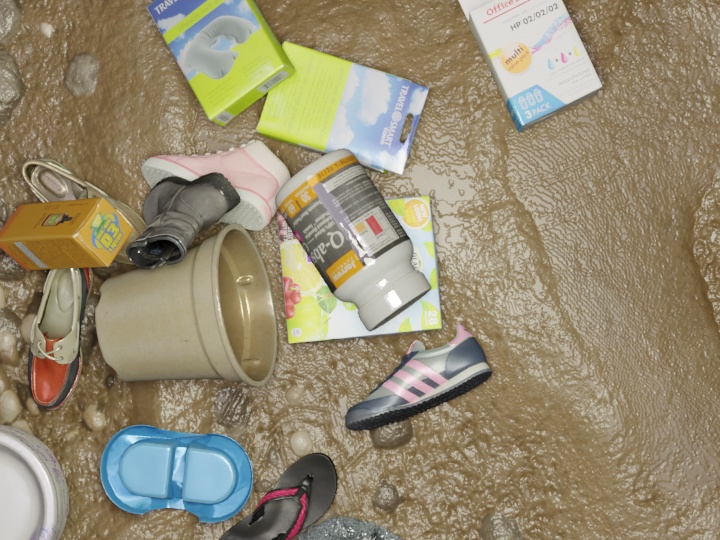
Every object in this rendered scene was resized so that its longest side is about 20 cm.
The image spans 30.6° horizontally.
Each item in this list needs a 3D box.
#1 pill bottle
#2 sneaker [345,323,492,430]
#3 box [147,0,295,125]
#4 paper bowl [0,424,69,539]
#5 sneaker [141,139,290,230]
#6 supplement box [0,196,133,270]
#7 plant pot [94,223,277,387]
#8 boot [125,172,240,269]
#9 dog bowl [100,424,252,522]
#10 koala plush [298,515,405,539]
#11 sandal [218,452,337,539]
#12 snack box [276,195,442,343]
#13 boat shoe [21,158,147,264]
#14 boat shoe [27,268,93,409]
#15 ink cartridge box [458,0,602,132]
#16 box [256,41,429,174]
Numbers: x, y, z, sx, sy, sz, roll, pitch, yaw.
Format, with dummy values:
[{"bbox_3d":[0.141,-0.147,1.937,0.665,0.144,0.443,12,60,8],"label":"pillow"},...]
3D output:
[{"bbox_3d":[-0.007,-0.036,1.583,0.116,0.116,0.201,-34,83,3],"label":"pill bottle"},{"bbox_3d":[0.064,0.138,1.672,0.198,0.070,0.083,-23,70,1],"label":"sneaker"},{"bbox_3d":[-0.183,-0.303,1.672,0.121,0.048,0.202,-33,77,11],"label":"box"},{"bbox_3d":[-0.471,0.298,1.680,0.197,0.104,0.204,0,88,4],"label":"paper bowl"},{"bbox_3d":[-0.179,-0.123,1.692,0.198,0.076,0.105,18,54,25],"label":"sneaker"},{"bbox_3d":[-0.371,-0.044,1.637,0.069,0.198,0.067,48,59,-30],"label":"supplement box"},{"bbox_3d":[-0.222,0.058,1.637,0.181,0.200,0.204,-10,88,15],"label":"plant pot"},{"bbox_3d":[-0.245,-0.055,1.615,0.070,0.199,0.132,51,58,-15],"label":"boot"},{"bbox_3d":[-0.232,0.258,1.691,0.197,0.050,0.113,6,89,5],"label":"dog bowl"},{"bbox_3d":[-0.012,0.393,1.596,0.183,0.200,0.178,35,92,4],"label":"koala plush"},{"bbox_3d":[-0.106,0.316,1.682,0.200,0.045,0.075,-43,86,2],"label":"sandal"},{"bbox_3d":[0.000,0.000,1.672,0.197,0.068,0.172,-6,87,2],"label":"snack box"},{"bbox_3d":[-0.354,-0.076,1.700,0.199,0.065,0.072,38,91,4],"label":"boat shoe"},{"bbox_3d":[-0.392,0.082,1.701,0.070,0.063,0.203,13,91,2],"label":"boat shoe"},{"bbox_3d":[0.210,-0.293,1.663,0.114,0.068,0.202,-25,87,3],"label":"ink cartridge box"},{"bbox_3d":[-0.022,-0.205,1.687,0.197,0.048,0.124,18,90,5],"label":"box"}]
